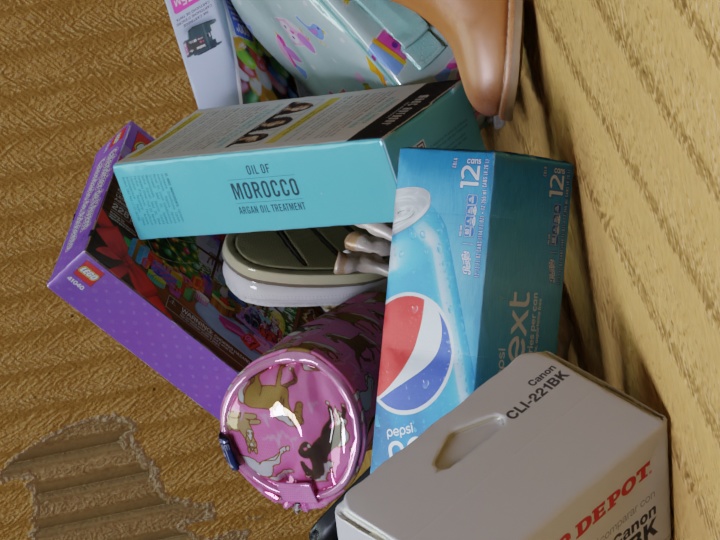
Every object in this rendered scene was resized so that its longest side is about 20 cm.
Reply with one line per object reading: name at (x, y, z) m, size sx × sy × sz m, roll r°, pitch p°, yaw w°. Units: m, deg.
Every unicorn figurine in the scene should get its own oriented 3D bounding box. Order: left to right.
unicorn figurine at (0.056, 0.000, 1.390) m, size 0.200 × 0.137 × 0.074 m, roll -72°, pitch -2°, yaw -54°

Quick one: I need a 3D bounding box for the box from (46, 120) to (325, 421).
box at (-0.084, 0.018, 1.476) m, size 0.200 × 0.039 × 0.137 m, roll 39°, pitch -148°, yaw -19°

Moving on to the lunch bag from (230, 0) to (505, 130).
lunch bag at (0.003, -0.146, 1.445) m, size 0.200 × 0.077 × 0.160 m, roll 46°, pitch 166°, yaw 8°

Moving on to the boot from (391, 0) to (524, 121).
boot at (0.002, -0.164, 1.317) m, size 0.074 × 0.154 × 0.201 m, roll 105°, pitch 154°, yaw -79°

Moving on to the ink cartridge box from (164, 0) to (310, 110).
ink cartridge box at (-0.058, -0.099, 1.540) m, size 0.119 × 0.042 × 0.201 m, roll 21°, pitch -131°, yaw -58°

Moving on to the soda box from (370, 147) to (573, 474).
soda box at (0.054, 0.041, 1.247) m, size 0.064 × 0.068 × 0.201 m, roll 4°, pitch 89°, yaw 41°

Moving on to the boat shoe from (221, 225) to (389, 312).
boat shoe at (0.000, 0.000, 1.491) m, size 0.075 × 0.200 × 0.069 m, roll 50°, pitch 133°, yaw 35°

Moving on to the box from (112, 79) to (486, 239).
box at (-0.035, -0.060, 1.377) m, size 0.082 × 0.200 × 0.049 m, roll -38°, pitch -64°, yaw -44°

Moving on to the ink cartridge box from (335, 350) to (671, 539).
ink cartridge box at (0.073, 0.161, 1.173) m, size 0.084 × 0.144 × 0.200 m, roll 27°, pitch 139°, yaw 37°

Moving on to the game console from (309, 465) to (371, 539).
game console at (0.022, 0.117, 1.743) m, size 0.116 × 0.176 × 0.200 m, roll 44°, pitch 178°, yaw 24°

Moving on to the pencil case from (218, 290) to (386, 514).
pencil case at (-0.012, 0.068, 1.359) m, size 0.083 × 0.087 × 0.200 m, roll 47°, pitch -163°, yaw 3°
